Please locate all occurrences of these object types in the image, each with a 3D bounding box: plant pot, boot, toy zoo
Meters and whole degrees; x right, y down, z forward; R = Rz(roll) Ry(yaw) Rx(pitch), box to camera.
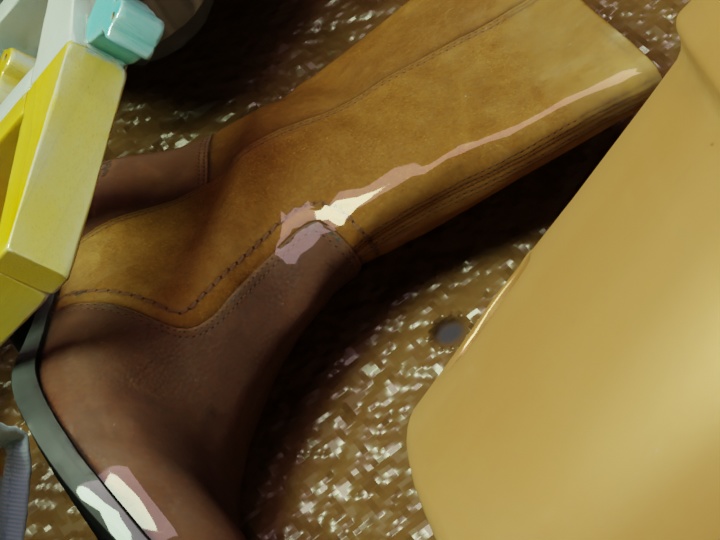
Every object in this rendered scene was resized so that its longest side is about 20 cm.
[{"bbox_3d":[0.105,0.042,0.458,0.140,0.200,0.200,-41,44,13],"label":"plant pot"},{"bbox_3d":[0.000,0.000,0.627,0.200,0.069,0.188,-29,33,-2],"label":"boot"},{"bbox_3d":[-0.117,-0.017,0.643,0.200,0.020,0.131,-41,33,41],"label":"toy zoo"}]

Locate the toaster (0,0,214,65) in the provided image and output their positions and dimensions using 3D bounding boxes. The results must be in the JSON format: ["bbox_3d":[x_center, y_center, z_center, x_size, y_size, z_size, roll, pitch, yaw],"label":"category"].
[{"bbox_3d":[-0.119,-0.144,0.694,0.199,0.129,0.114,13,67,27],"label":"toaster"}]

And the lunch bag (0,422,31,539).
[{"bbox_3d":[-0.186,0.128,0.554,0.169,0.127,0.201,0,77,25],"label":"lunch bag"}]
